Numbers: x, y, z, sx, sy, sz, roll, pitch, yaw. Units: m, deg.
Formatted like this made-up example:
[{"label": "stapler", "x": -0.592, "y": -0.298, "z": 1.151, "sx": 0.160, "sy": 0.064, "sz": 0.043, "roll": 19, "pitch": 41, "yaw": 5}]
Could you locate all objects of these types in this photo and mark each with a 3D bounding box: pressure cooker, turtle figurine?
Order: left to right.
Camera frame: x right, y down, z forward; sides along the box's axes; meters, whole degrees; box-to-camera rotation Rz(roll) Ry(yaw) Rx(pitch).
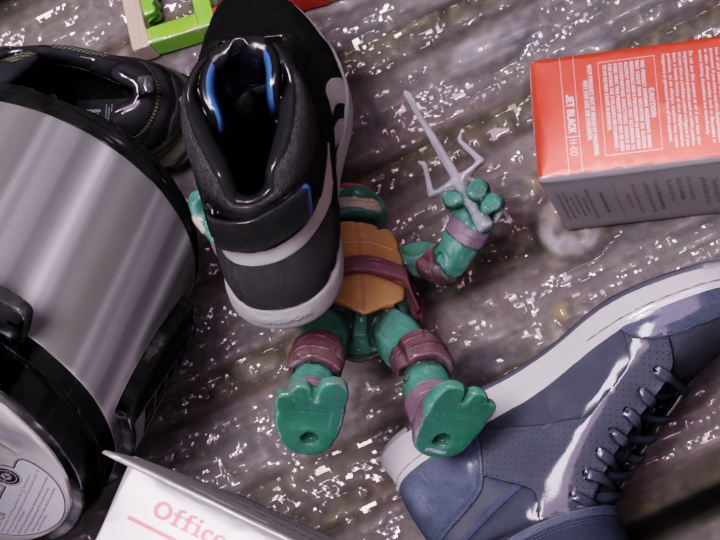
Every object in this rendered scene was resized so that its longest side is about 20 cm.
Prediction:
[{"label": "pressure cooker", "x": -0.184, "y": 0.036, "z": 0.965, "sx": 0.178, "sy": 0.176, "sz": 0.201, "roll": -2, "pitch": 47, "yaw": 27}, {"label": "turtle figurine", "x": 0.000, "y": 0.000, "z": 0.983, "sx": 0.149, "sy": 0.101, "sz": 0.201, "roll": -11, "pitch": 45, "yaw": 2}]

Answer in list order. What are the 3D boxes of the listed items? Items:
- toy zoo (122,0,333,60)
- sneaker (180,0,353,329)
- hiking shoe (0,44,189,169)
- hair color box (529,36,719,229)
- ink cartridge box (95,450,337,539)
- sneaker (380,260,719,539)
[{"label": "toy zoo", "x": -0.039, "y": -0.202, "z": 1.089, "sx": 0.199, "sy": 0.020, "sz": 0.132, "roll": -16, "pitch": 75, "yaw": 11}, {"label": "sneaker", "x": -0.043, "y": -0.084, "z": 0.929, "sx": 0.073, "sy": 0.112, "sz": 0.201, "roll": -10, "pitch": 51, "yaw": 2}, {"label": "hiking shoe", "x": -0.185, "y": -0.088, "z": 1.058, "sx": 0.199, "sy": 0.101, "sz": 0.076, "roll": -6, "pitch": 76, "yaw": 13}, {"label": "hair color box", "x": 0.185, "y": -0.069, "z": 0.962, "sx": 0.199, "sy": 0.102, "sz": 0.062, "roll": -6, "pitch": 76, "yaw": 12}, {"label": "ink cartridge box", "x": -0.050, "y": 0.142, "z": 0.921, "sx": 0.115, "sy": 0.200, "sz": 0.068, "roll": 23, "pitch": 84, "yaw": 18}, {"label": "sneaker", "x": 0.123, "y": 0.098, "z": 0.945, "sx": 0.202, "sy": 0.077, "sz": 0.147, "roll": -34, "pitch": 61, "yaw": 15}]
